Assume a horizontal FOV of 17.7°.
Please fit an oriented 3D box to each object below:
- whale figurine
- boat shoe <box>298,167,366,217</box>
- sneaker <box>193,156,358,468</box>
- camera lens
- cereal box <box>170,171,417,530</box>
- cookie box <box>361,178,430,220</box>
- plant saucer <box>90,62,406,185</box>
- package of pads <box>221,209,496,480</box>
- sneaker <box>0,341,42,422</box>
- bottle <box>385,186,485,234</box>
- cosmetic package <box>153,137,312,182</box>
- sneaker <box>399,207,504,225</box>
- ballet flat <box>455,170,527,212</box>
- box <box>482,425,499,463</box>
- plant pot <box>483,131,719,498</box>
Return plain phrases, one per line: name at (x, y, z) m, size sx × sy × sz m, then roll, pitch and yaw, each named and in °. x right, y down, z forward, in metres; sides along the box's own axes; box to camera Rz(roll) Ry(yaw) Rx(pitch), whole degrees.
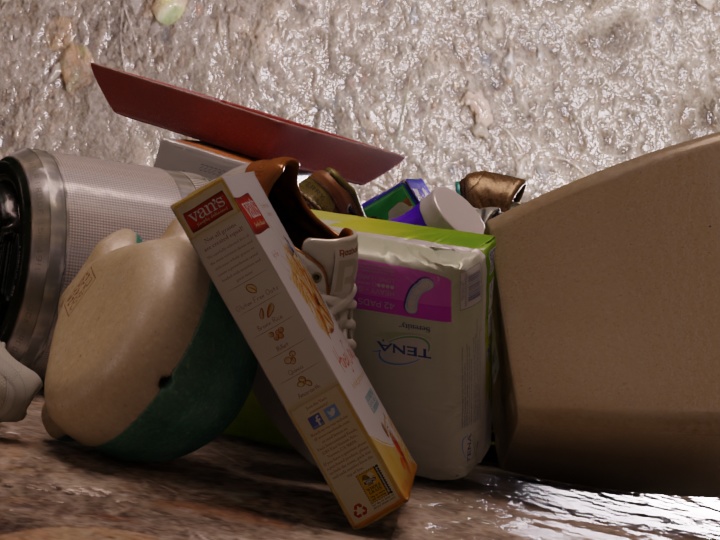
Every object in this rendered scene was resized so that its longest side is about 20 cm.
whale figurine at (-0.124, 0.041, 1.369) m, size 0.104 × 0.159 × 0.200 m, roll 33°, pitch 3°, yaw -22°
boat shoe at (0.000, 0.000, 1.638) m, size 0.072 × 0.068 × 0.200 m, roll 35°, pitch -11°, yaw 31°
sneaker at (-0.029, 0.027, 1.382) m, size 0.085 × 0.200 × 0.073 m, roll -26°, pitch 0°, yaw 30°
camera lens at (-0.176, 0.003, 1.638) m, size 0.199 × 0.161 × 0.160 m, roll 8°, pitch 4°, yaw -27°
cereal box at (-0.033, 0.040, 1.285) m, size 0.039 × 0.200 × 0.144 m, roll -29°, pitch 2°, yaw 5°
cookie box at (-0.025, 0.007, 1.846) m, size 0.200 × 0.075 × 0.171 m, roll -31°, pitch -1°, yaw 6°
plant saucer at (-0.094, -0.115, 1.895) m, size 0.200 × 0.037 × 0.199 m, roll 20°, pitch 5°, yaw 32°
package of pads at (-0.014, 0.045, 1.468) m, size 0.199 × 0.155 × 0.068 m, roll 9°, pitch 25°, yaw 23°
sneaker at (-0.262, 0.056, 1.393) m, size 0.092 × 0.076 × 0.200 m, roll 16°, pitch 6°, yaw -36°
bottle at (0.001, 0.024, 1.550) m, size 0.083 × 0.200 × 0.065 m, roll 25°, pitch 33°, yaw -34°
cosmetic package at (-0.104, -0.058, 1.846) m, size 0.101 × 0.071 × 0.200 m, roll 17°, pitch 4°, yaw 4°
sneaker at (0.083, 0.011, 1.665) m, size 0.088 × 0.074 × 0.200 m, roll 9°, pitch -29°, yaw 28°
ballet flat at (0.122, 0.015, 1.872) m, size 0.072 × 0.201 × 0.068 m, roll -7°, pitch -12°, yaw 6°
box at (0.097, 0.105, 1.668) m, size 0.193 × 0.048 × 0.200 m, roll 6°, pitch 4°, yaw -7°
plant pot at (0.171, 0.042, 1.499) m, size 0.176 × 0.201 × 0.200 m, roll -7°, pitch -18°, yaw -4°
